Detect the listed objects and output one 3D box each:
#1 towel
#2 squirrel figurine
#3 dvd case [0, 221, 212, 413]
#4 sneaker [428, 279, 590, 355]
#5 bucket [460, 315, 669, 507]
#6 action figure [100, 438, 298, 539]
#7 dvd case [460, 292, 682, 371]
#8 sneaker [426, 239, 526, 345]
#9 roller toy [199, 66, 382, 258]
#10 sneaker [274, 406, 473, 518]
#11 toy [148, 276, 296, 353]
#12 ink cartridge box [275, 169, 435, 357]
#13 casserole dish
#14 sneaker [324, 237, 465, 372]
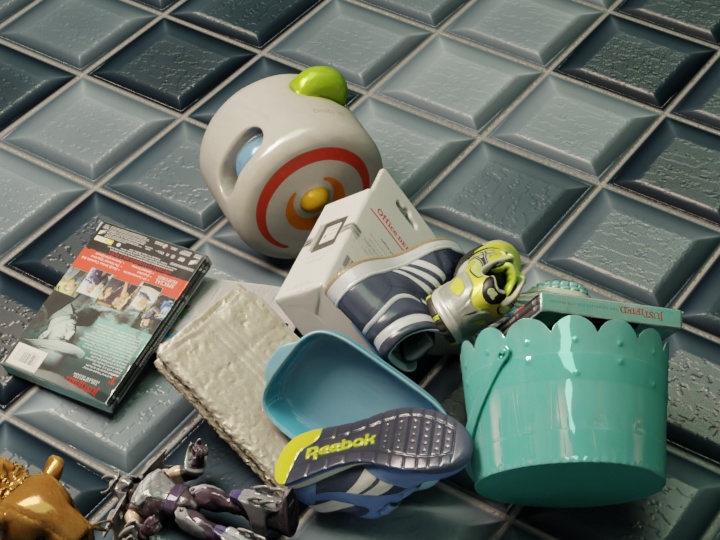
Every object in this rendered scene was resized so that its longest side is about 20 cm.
[{"bbox_3d":[-0.098,0.118,1.656,0.200,0.034,0.133,48,58,4],"label":"towel"},{"bbox_3d":[-0.298,0.245,1.463,0.200,0.187,0.142,28,50,29],"label":"squirrel figurine"},{"bbox_3d":[-0.266,0.045,1.763,0.146,0.022,0.200,17,59,27],"label":"dvd case"},{"bbox_3d":[0.153,0.063,1.742,0.200,0.078,0.086,-9,46,-8],"label":"sneaker"},{"bbox_3d":[0.190,0.136,1.555,0.207,0.207,0.135,0,69,2],"label":"bucket"},{"bbox_3d":[-0.159,0.221,1.579,0.200,0.069,0.130,14,54,22],"label":"action figure"},{"bbox_3d":[0.199,0.070,1.620,0.146,0.200,0.022,8,69,-17],"label":"dvd case"},{"bbox_3d":[0.134,0.015,1.652,0.076,0.075,0.200,-29,8,26],"label":"sneaker"},{"bbox_3d":[-0.074,-0.110,1.861,0.182,0.200,0.140,-26,47,-10],"label":"roller toy"},{"bbox_3d":[0.021,0.183,1.559,0.200,0.082,0.074,-11,40,30],"label":"sneaker"},{"bbox_3d":[-0.160,0.061,1.770,0.200,0.047,0.115,10,49,18],"label":"toy"},{"bbox_3d":[0.000,0.000,1.766,0.067,0.116,0.200,-20,29,36],"label":"ink cartridge box"},{"bbox_3d":[0.000,0.134,1.612,0.200,0.121,0.039,36,21,-2],"label":"casserole dish"},{"bbox_3d":[0.060,0.035,1.667,0.200,0.070,0.109,-15,58,-50],"label":"sneaker"}]
